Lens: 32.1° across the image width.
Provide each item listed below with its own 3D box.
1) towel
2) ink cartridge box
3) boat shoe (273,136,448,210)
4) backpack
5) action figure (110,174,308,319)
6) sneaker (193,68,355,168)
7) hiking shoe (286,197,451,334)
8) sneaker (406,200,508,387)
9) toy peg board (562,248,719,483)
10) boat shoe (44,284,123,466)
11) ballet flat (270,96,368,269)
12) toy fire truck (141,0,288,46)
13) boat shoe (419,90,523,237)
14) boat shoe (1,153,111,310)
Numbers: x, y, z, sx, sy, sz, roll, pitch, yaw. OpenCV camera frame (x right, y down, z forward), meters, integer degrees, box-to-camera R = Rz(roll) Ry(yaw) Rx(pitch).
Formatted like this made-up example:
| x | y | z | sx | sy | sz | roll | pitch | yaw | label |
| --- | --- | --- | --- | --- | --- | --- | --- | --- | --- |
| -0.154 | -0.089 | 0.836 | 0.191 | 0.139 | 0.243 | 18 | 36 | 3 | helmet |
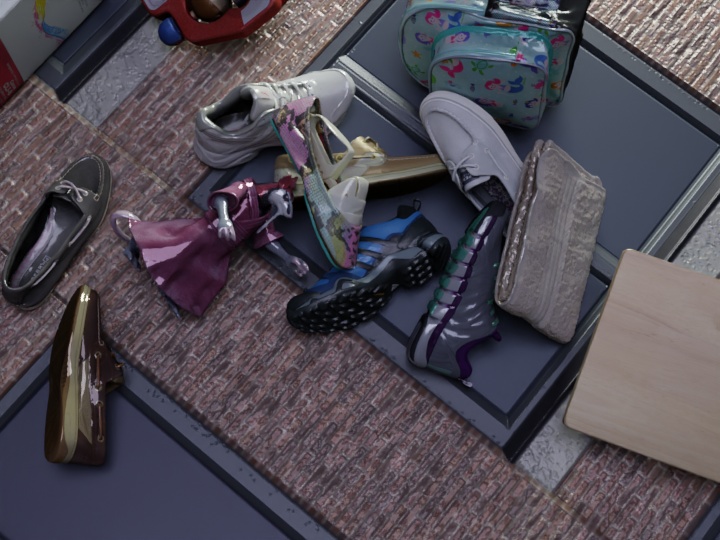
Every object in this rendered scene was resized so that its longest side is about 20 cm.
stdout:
| x | y | z | sx | sy | sz | roll | pitch | yaw | label |
| --- | --- | --- | --- | --- | --- | --- | --- | --- | --- |
| 0.212 | -0.031 | 1.370 | 0.034 | 0.132 | 0.200 | -2 | 67 | 44 | towel |
| -0.415 | -0.325 | 1.439 | 0.145 | 0.145 | 0.200 | 37 | 76 | 11 | ink cartridge box |
| -0.002 | -0.117 | 1.414 | 0.200 | 0.074 | 0.067 | -8 | 78 | -3 | boat shoe |
| 0.141 | -0.257 | 1.410 | 0.200 | 0.178 | 0.151 | 18 | 68 | 9 | backpack |
| -0.150 | -0.044 | 1.379 | 0.200 | 0.134 | 0.149 | -39 | 50 | -2 | action figure |
| -0.096 | -0.182 | 1.420 | 0.200 | 0.099 | 0.078 | -25 | 74 | -9 | sneaker |
| 0.000 | 0.000 | 1.388 | 0.200 | 0.074 | 0.087 | -27 | 57 | -13 | hiking shoe |
| 0.128 | 0.026 | 1.362 | 0.087 | 0.074 | 0.200 | 26 | 98 | -3 | sneaker |
| 0.342 | 0.105 | 1.350 | 0.200 | 0.098 | 0.200 | 20 | 89 | 6 | toy peg board |
| -0.292 | 0.114 | 1.348 | 0.072 | 0.072 | 0.200 | 15 | 58 | -28 | boat shoe |
| -0.033 | -0.102 | 1.345 | 0.071 | 0.069 | 0.200 | -29 | 72 | 19 | ballet flat |
| -0.187 | -0.352 | 1.483 | 0.168 | 0.112 | 0.200 | -35 | 74 | 14 | toy fire truck |
| 0.132 | -0.109 | 1.388 | 0.200 | 0.072 | 0.069 | 53 | 39 | -12 | boat shoe |
| -0.337 | -0.049 | 1.397 | 0.067 | 0.057 | 0.200 | 24 | 73 | 7 | boat shoe |
